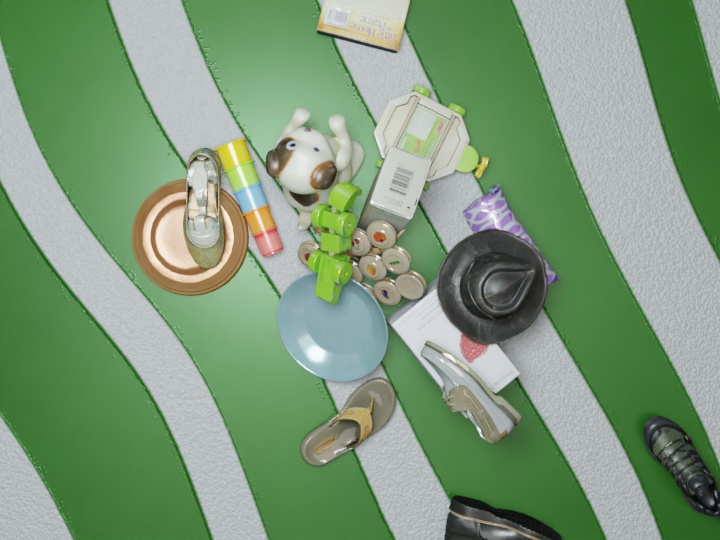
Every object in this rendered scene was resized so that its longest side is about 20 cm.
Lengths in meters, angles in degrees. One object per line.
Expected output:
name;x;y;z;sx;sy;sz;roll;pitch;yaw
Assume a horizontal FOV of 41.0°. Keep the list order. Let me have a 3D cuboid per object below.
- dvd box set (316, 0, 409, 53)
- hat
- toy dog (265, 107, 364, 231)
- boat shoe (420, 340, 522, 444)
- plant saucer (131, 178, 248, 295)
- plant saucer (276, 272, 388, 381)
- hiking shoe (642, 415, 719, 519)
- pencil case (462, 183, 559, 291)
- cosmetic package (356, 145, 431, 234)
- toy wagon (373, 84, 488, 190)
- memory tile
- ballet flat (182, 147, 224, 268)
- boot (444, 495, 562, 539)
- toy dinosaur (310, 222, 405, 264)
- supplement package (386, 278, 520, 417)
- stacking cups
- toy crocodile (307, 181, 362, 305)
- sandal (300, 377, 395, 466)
dvd box set;0.018;-0.486;1.645;0.146;0.029;0.201;13;90;-3
hat;0.226;0.020;1.543;0.200;0.081;0.201;3;81;-17
toy dog;-0.090;-0.169;1.559;0.139;0.200;0.194;25;89;5
boat shoe;0.165;0.195;1.529;0.200;0.075;0.068;42;85;-4
plant saucer;-0.291;-0.056;1.641;0.199;0.037;0.201;0;92;-2
plant saucer;-0.043;0.090;1.629;0.200;0.039;0.202;8;114;18
hiking shoe;0.565;0.337;1.657;0.076;0.101;0.200;-37;93;-2
pencil case;0.255;-0.047;1.647;0.085;0.084;0.200;-34;94;-38
cosmetic package;0.052;-0.120;1.566;0.073;0.200;0.104;20;79;-3
toy wagon;0.124;-0.216;1.654;0.200;0.040;0.156;27;90;-4
memory tile;0.000;0.000;1.591;0.200;0.017;0.154;-15;116;36
ballet flat;-0.261;-0.103;1.590;0.070;0.071;0.201;0;92;-3
boot;0.236;0.486;1.667;0.199;0.077;0.139;18;95;10
toy dinosaur;-0.011;-0.034;1.606;0.200;0.106;0.060;17;54;33
supplement package;0.153;0.127;1.623;0.121;0.120;0.200;-39;93;-2
stacking cups;-0.189;-0.120;1.637;0.060;0.061;0.201;-19;96;-2
toy crocodile;-0.038;-0.042;1.534;0.067;0.062;0.201;19;112;34
sandal;-0.018;0.267;1.652;0.200;0.054;0.080;-38;93;-1
